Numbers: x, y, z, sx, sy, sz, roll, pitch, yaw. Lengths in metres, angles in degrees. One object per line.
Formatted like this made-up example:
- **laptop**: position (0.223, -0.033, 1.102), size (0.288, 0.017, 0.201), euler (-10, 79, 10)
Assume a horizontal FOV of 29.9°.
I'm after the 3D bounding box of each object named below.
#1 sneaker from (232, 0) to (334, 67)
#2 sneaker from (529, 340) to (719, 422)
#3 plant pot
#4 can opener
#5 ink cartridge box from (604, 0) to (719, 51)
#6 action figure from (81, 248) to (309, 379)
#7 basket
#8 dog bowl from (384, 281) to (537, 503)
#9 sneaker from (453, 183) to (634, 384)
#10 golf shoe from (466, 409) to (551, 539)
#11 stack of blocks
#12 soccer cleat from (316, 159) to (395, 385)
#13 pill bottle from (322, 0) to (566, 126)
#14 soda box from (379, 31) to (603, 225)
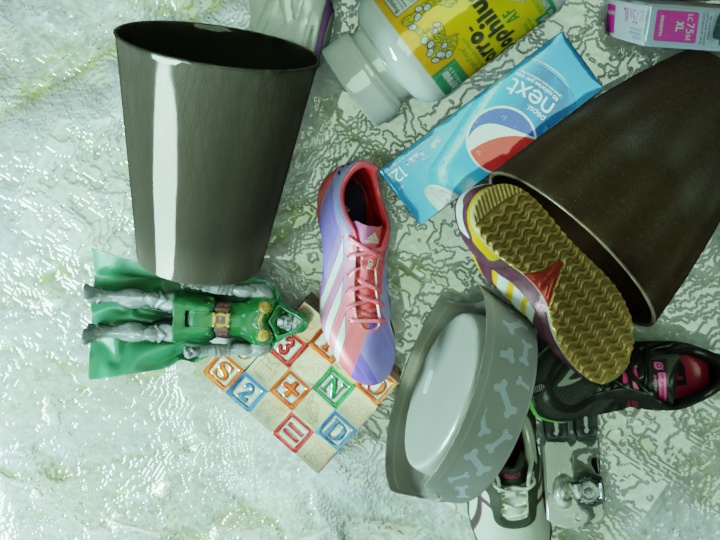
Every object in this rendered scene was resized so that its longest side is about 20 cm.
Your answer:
- **sneaker**: position (-0.064, -0.279, 1.195), size (0.100, 0.075, 0.200), euler (12, 98, 5)
- **sneaker**: position (0.235, 0.090, 1.179), size (0.200, 0.084, 0.077), euler (-7, 85, -21)
- **plant pot**: position (0.245, -0.088, 1.153), size (0.187, 0.187, 0.200), euler (44, 83, -1)
- **can opener**: position (0.192, 0.138, 1.242), size (0.053, 0.067, 0.200), euler (-4, 84, 5)
- **ink cartridge box**: position (0.318, -0.204, 1.133), size (0.200, 0.119, 0.042), euler (1, 105, -6)
- **action figure**: position (-0.145, 0.042, 1.199), size (0.200, 0.055, 0.118), euler (1, 95, 2)
- **basket**: position (-0.134, -0.100, 1.169), size (0.180, 0.136, 0.200), euler (14, 113, 14)
- **dog bowl**: position (0.088, 0.111, 1.177), size (0.059, 0.200, 0.200), euler (21, 99, -14)
- **sneaker**: position (0.154, 0.008, 1.136), size (0.075, 0.090, 0.200), euler (-37, 101, -8)
- **golf shoe**: position (0.132, 0.198, 1.233), size (0.077, 0.088, 0.200), euler (-8, 98, 5)
- **stack of blocks**: position (-0.074, 0.075, 1.250), size (0.200, 0.059, 0.115), euler (41, 99, 0)
- **soccer cleat**: position (0.000, 0.000, 1.195), size (0.067, 0.076, 0.200), euler (0, 74, -24)
- **pill bottle**: position (0.069, -0.218, 1.171), size (0.200, 0.113, 0.113), euler (-36, 93, 8)
- **soda box**: position (0.115, -0.126, 1.201), size (0.200, 0.068, 0.064), euler (-37, 92, 9)
